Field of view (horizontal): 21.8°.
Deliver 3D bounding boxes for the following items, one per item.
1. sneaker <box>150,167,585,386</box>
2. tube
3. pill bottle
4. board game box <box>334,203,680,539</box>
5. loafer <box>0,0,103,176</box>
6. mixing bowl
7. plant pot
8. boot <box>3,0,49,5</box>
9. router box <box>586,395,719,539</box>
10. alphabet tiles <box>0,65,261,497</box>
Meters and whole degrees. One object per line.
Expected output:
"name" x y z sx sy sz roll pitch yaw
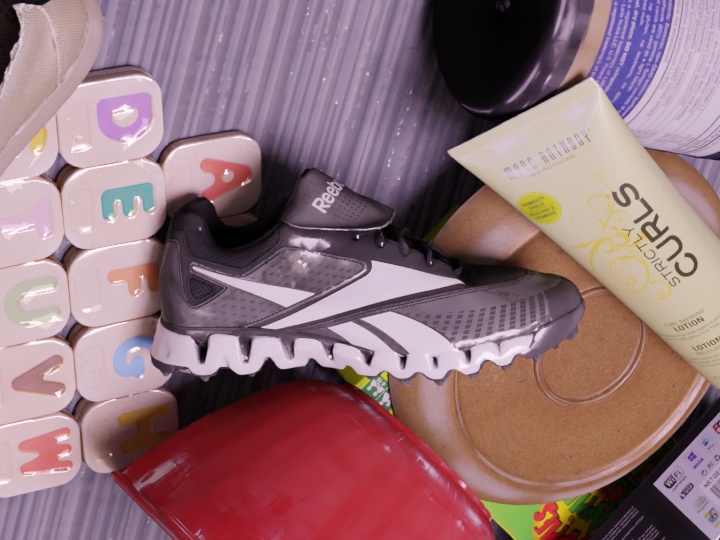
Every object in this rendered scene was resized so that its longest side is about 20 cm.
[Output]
"sneaker" 0.000 0.000 0.831 0.198 0.067 0.091 -1 107 8
"tube" 0.127 -0.013 0.857 0.058 0.052 0.200 -51 126 -3
"pill bottle" 0.142 -0.111 0.866 0.198 0.112 0.113 7 112 -30
"board game box" 0.079 0.068 0.967 0.102 0.048 0.200 -45 126 0
"loafer" -0.184 -0.047 0.748 0.201 0.075 0.068 -56 161 -2
"mixing bowl" -0.009 0.123 0.867 0.108 0.200 0.200 -47 126 -8
"plant pot" 0.108 0.033 0.918 0.198 0.027 0.202 -12 120 -21
"boot" -0.083 -0.151 0.713 0.168 0.076 0.201 -52 126 -31
"router box" 0.160 0.167 1.015 0.200 0.052 0.157 -47 157 2
"alphabet tiles" -0.134 0.009 0.849 0.194 0.015 0.202 -12 119 -22
